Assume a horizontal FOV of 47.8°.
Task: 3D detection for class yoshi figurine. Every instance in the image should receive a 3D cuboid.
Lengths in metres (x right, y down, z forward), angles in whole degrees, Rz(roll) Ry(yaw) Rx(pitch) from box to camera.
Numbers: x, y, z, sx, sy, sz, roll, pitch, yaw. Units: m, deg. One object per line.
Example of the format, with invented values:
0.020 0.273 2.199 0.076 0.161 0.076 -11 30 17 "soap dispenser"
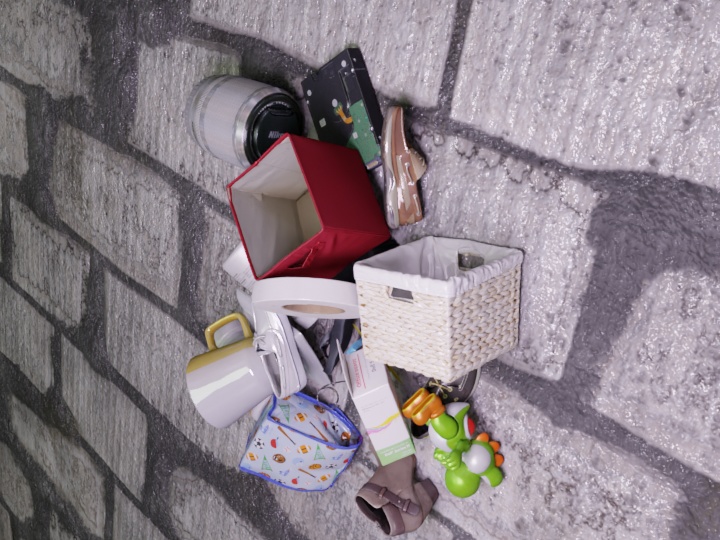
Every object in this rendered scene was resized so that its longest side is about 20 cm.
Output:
0.145 0.295 1.325 0.200 0.113 0.111 47 130 -11 "yoshi figurine"

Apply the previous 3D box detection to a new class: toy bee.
0.013 0.157 1.474 0.197 0.108 0.133 -25 78 20 "toy bee"

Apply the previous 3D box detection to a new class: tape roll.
-0.076 0.047 1.326 0.201 0.201 0.038 -7 74 46 "tape roll"

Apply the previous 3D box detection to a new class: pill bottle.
-0.151 0.013 1.532 0.199 0.115 0.114 41 133 -9 "pill bottle"
-0.229 0.207 1.707 0.200 0.115 0.117 47 130 25 "pill bottle"

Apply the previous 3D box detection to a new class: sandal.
-0.044 0.114 1.502 0.042 0.076 0.202 25 135 11 "sandal"

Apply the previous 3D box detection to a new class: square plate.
-0.153 0.139 1.596 0.199 0.028 0.199 32 158 36 "square plate"

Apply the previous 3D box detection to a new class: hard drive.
-0.024 -0.266 1.426 0.139 0.037 0.204 -23 84 46 "hard drive"

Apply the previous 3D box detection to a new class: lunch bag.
-0.114 0.343 1.611 0.197 0.125 0.171 25 126 -7 "lunch bag"

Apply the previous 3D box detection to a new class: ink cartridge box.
0.027 0.209 1.362 0.118 0.066 0.202 -106 -5 -58 "ink cartridge box"

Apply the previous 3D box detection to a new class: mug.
-0.240 0.187 1.564 0.151 0.149 0.189 -28 94 17 "mug"

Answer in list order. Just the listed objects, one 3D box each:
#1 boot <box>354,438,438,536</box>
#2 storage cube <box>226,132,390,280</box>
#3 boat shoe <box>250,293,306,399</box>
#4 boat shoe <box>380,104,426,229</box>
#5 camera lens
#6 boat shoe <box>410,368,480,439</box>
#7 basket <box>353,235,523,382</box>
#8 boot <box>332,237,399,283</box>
0.043 0.381 1.456 0.199 0.145 0.071 38 127 32 "boot"
-0.086 -0.094 1.346 0.170 0.178 0.203 -34 68 33 "storage cube"
-0.160 0.133 1.472 0.073 0.065 0.203 -20 94 50 "boat shoe"
0.071 -0.171 1.336 0.076 0.070 0.204 -99 5 -69 "boat shoe"
-0.217 -0.277 1.531 0.198 0.158 0.163 25 118 38 "camera lens"
0.142 0.207 1.370 0.072 0.060 0.204 40 127 30 "boat shoe"
0.121 0.053 1.252 0.196 0.198 0.164 11 111 43 "basket"
0.000 0.001 1.451 0.199 0.073 0.163 52 134 22 "boot"
